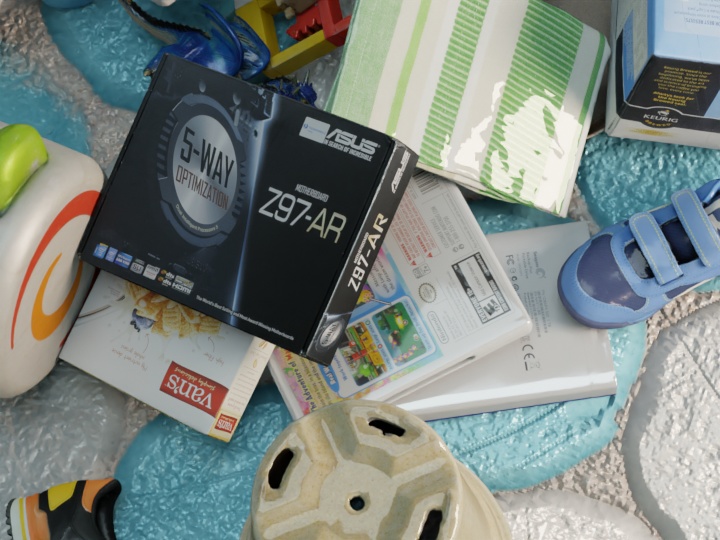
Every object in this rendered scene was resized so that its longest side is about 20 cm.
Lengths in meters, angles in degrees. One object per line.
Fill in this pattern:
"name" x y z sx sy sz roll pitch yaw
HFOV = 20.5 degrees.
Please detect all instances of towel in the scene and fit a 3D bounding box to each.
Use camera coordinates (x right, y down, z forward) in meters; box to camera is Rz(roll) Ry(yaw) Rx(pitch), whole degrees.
"towel" 0.078 -0.135 1.437 0.199 0.023 0.153 18 84 -19

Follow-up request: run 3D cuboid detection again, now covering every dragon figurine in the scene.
"dragon figurine" -0.108 -0.164 1.506 0.099 0.059 0.201 -40 67 20

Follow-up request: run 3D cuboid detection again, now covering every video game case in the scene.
"video game case" 0.000 0.000 1.438 0.181 0.024 0.201 -27 65 -2

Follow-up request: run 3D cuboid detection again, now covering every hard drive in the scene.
"hard drive" 0.076 0.040 1.444 0.199 0.025 0.133 -8 66 1

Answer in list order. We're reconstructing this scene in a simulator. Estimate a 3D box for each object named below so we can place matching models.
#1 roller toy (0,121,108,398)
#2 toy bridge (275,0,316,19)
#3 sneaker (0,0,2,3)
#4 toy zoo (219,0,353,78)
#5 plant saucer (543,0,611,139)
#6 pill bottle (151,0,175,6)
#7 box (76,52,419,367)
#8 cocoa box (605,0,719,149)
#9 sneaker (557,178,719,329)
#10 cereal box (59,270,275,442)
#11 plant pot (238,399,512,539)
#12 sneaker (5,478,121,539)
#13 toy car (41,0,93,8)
"roller toy" -0.273 -0.012 1.410 0.139 0.182 0.201 21 92 13
"toy bridge" -0.081 -0.275 1.546 0.067 0.027 0.201 -32 59 25
"sneaker" -0.300 -0.217 1.505 0.074 0.200 0.087 32 35 -11
"toy zoo" -0.028 -0.232 1.526 0.199 0.020 0.132 -26 62 26
"plant saucer" 0.132 -0.177 1.531 0.199 0.032 0.201 -2 67 4
"pill bottle" -0.109 -0.300 1.472 0.200 0.113 0.113 -43 70 -8
"box" -0.079 -0.044 1.377 0.199 0.044 0.161 23 87 25
"cocoa box" 0.290 -0.170 1.442 0.199 0.131 0.134 7 67 -5
"sneaker" 0.232 -0.022 1.419 0.199 0.082 0.074 -22 74 -13
"cereal box" -0.113 0.004 1.426 0.143 0.040 0.201 23 86 27
"plant pot" 0.005 0.175 1.306 0.199 0.184 0.202 -1 66 3
"sneaker" -0.177 0.233 1.356 0.090 0.070 0.201 -21 65 -1
"toy car" -0.212 -0.341 1.536 0.176 0.200 0.185 -16 67 -3
